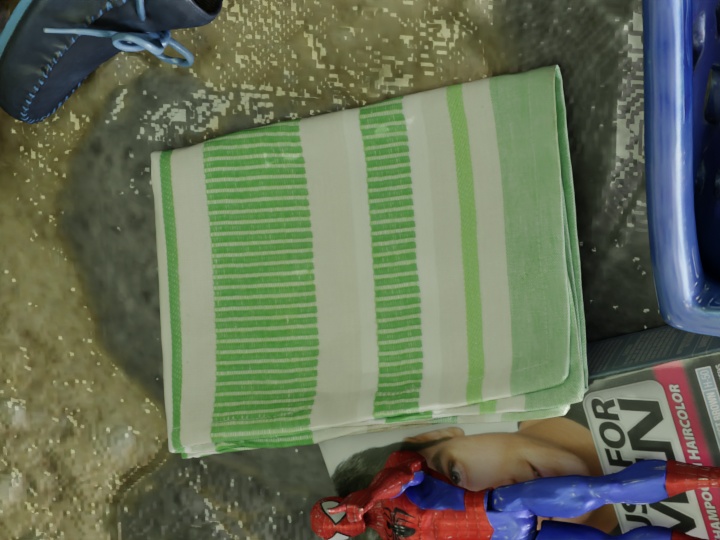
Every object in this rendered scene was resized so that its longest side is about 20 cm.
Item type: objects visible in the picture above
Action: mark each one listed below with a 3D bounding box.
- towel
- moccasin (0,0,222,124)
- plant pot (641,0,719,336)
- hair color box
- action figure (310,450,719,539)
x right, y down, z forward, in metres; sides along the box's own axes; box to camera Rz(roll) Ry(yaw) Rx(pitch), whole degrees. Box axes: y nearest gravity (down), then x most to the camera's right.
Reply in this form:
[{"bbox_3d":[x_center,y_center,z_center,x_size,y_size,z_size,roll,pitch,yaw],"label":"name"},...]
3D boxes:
[{"bbox_3d":[0.000,0.000,1.046,0.199,0.023,0.153,-10,77,23],"label":"towel"},{"bbox_3d":[-0.090,-0.132,1.034,0.068,0.080,0.200,44,115,3],"label":"moccasin"},{"bbox_3d":[0.217,-0.098,0.871,0.199,0.180,0.200,5,129,17],"label":"plant pot"},{"bbox_3d":[0.092,0.090,1.055,0.199,0.061,0.099,-14,102,22],"label":"hair color box"},{"bbox_3d":[0.065,0.114,0.989,0.199,0.099,0.066,-1,106,21],"label":"action figure"}]
